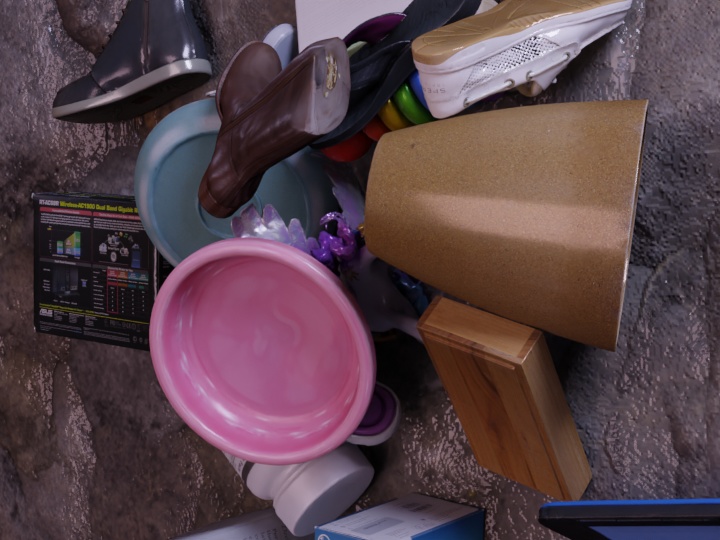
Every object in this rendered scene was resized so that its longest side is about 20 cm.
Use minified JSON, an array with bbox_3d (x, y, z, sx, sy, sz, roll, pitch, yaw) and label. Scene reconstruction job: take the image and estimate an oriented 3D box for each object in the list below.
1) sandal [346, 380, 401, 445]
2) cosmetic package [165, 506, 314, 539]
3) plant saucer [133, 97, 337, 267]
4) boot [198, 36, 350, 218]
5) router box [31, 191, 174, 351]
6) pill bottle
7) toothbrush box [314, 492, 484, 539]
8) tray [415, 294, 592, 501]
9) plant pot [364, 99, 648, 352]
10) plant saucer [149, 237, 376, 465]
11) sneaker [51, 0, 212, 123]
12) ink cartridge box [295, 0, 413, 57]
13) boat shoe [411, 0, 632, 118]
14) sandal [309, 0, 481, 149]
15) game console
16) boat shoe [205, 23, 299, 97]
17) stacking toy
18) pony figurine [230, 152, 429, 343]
[{"bbox_3d":[-0.060,0.098,1.251,0.200,0.050,0.083,11,62,6],"label":"sandal"},{"bbox_3d":[-0.136,0.328,1.328,0.166,0.199,0.168,-20,82,37],"label":"cosmetic package"},{"bbox_3d":[-0.120,-0.062,1.320,0.198,0.027,0.202,4,117,9],"label":"plant saucer"},{"bbox_3d":[-0.059,-0.153,1.158,0.200,0.064,0.188,-38,37,54],"label":"boot"},{"bbox_3d":[-0.260,-0.003,1.480,0.198,0.062,0.152,7,99,37],"label":"router box"},{"bbox_3d":[-0.081,0.139,1.322,0.200,0.113,0.114,50,121,22],"label":"pill bottle"},{"bbox_3d":[0.033,0.312,1.229,0.085,0.146,0.203,5,99,37],"label":"toothbrush box"},{"bbox_3d":[0.118,0.108,1.132,0.098,0.037,0.201,19,149,35],"label":"tray"},{"bbox_3d":[0.109,-0.046,1.071,0.198,0.186,0.189,8,100,12],"label":"plant pot"},{"bbox_3d":[-0.078,0.064,1.182,0.198,0.051,0.203,7,113,17],"label":"plant saucer"},{"bbox_3d":[-0.239,-0.221,1.445,0.198,0.075,0.108,-16,80,29],"label":"sneaker"},{"bbox_3d":[0.001,-0.284,1.262,0.145,0.048,0.202,-22,64,37],"label":"ink cartridge box"},{"bbox_3d":[0.128,-0.171,1.101,0.071,0.198,0.070,34,140,54],"label":"boat shoe"},{"bbox_3d":[0.014,-0.182,1.159,0.200,0.048,0.076,-43,38,22],"label":"sandal"},{"bbox_3d":[0.252,0.253,1.077,0.198,0.170,0.120,-9,62,38],"label":"game console"},{"bbox_3d":[-0.108,-0.148,1.349,0.086,0.074,0.204,35,123,35],"label":"boat shoe"},{"bbox_3d":[0.041,-0.151,1.201,0.199,0.085,0.086,-27,78,28],"label":"stacking toy"},{"bbox_3d":[0.000,0.000,1.228,0.199,0.166,0.195,-5,113,46],"label":"pony figurine"}]
